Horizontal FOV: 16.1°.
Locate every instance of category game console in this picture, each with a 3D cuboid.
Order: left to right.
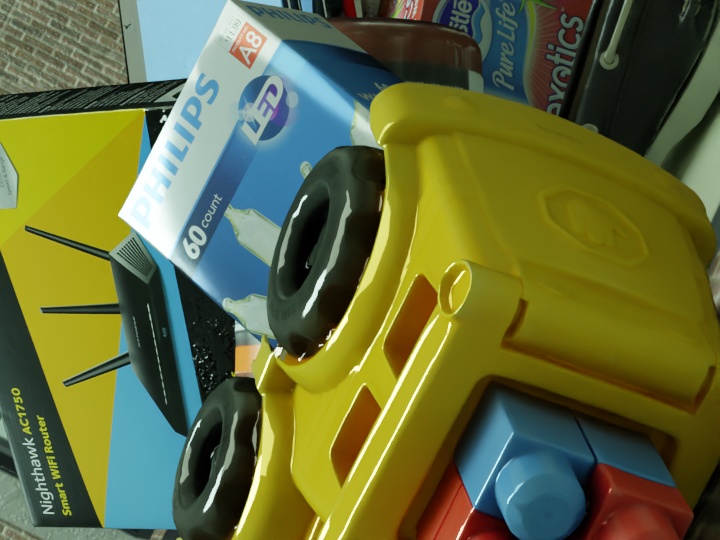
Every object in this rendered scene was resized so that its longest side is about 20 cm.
[{"bbox_3d":[-0.069,-0.140,1.330,0.173,0.118,0.200,87,173,-56],"label":"game console"}]

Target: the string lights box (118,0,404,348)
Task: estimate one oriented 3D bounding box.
[{"bbox_3d":[0.009,-0.006,0.957,0.059,0.200,0.103,2,-58,-54],"label":"string lights box"}]

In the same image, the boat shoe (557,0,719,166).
[{"bbox_3d":[0.090,-0.042,1.034,0.074,0.060,0.200,-90,23,-64],"label":"boat shoe"}]

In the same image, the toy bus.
[{"bbox_3d":[0.035,0.073,0.777,0.200,0.135,0.192,-63,21,22],"label":"toy bus"}]

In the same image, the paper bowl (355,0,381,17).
[{"bbox_3d":[0.034,-0.096,1.395,0.201,0.104,0.201,179,90,-77],"label":"paper bowl"}]

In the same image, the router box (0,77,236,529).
[{"bbox_3d":[-0.101,0.017,1.144,0.051,0.149,0.201,-39,-59,-54],"label":"router box"}]

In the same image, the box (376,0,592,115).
[{"bbox_3d":[0.054,-0.079,1.216,0.100,0.095,0.200,124,160,-58],"label":"box"}]

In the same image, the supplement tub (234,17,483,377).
[{"bbox_3d":[0.000,0.000,1.066,0.107,0.107,0.201,154,115,-81],"label":"supplement tub"}]
